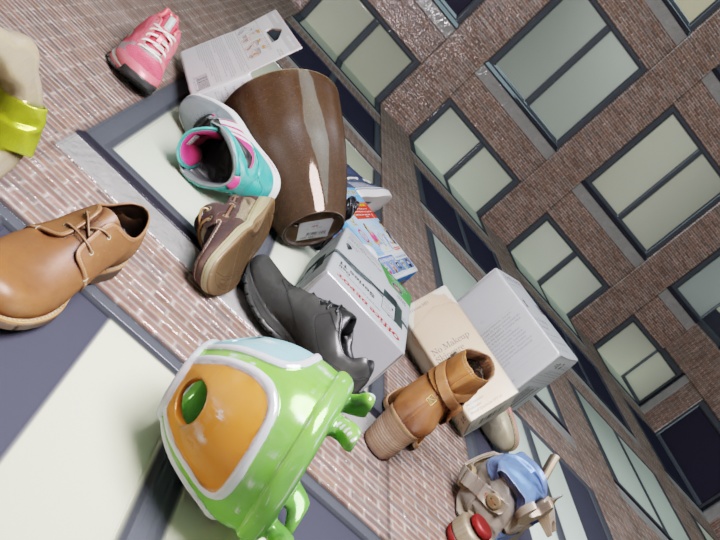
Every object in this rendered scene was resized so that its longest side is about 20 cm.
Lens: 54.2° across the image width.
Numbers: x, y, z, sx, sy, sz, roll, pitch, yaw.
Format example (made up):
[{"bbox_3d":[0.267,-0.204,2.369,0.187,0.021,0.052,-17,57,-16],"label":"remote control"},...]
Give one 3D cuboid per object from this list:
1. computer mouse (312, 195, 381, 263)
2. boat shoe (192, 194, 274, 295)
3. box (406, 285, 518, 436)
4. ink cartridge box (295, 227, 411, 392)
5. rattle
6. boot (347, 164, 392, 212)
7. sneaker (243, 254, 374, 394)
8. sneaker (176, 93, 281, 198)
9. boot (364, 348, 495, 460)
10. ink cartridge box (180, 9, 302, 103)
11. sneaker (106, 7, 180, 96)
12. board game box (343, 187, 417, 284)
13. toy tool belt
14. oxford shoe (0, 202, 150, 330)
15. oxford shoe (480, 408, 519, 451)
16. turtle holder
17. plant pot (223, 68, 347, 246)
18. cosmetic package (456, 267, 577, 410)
[{"bbox_3d":[0.000,0.000,1.050,0.202,0.109,0.044,58,34,0],"label":"computer mouse"},{"bbox_3d":[-0.154,-0.039,0.787,0.071,0.073,0.201,18,30,2],"label":"boat shoe"},{"bbox_3d":[0.142,0.135,1.072,0.201,0.094,0.078,56,-16,24],"label":"box"},{"bbox_3d":[-0.010,0.044,0.925,0.147,0.083,0.200,46,18,-10],"label":"ink cartridge box"},{"bbox_3d":[-0.332,-0.124,0.480,0.143,0.131,0.199,41,41,13],"label":"rattle"},{"bbox_3d":[-0.002,-0.172,1.434,0.091,0.072,0.199,58,18,10],"label":"boot"},{"bbox_3d":[-0.054,0.057,0.769,0.201,0.090,0.076,55,11,18],"label":"sneaker"},{"bbox_3d":[-0.198,-0.166,0.906,0.200,0.084,0.120,46,15,20],"label":"sneaker"},{"bbox_3d":[0.093,0.144,0.851,0.077,0.155,0.199,52,16,15],"label":"boot"},{"bbox_3d":[-0.182,-0.318,1.075,0.201,0.173,0.045,-117,-176,-51],"label":"ink cartridge box"},{"bbox_3d":[-0.289,-0.313,0.967,0.073,0.087,0.201,38,20,-30],"label":"sneaker"},{"bbox_3d":[-0.001,-0.051,1.207,0.197,0.056,0.200,52,16,7],"label":"board game box"},{"bbox_3d":[0.182,0.275,0.859,0.126,0.123,0.199,54,17,16],"label":"toy tool belt"},{"bbox_3d":[-0.222,-0.018,0.531,0.072,0.071,0.200,48,18,-8],"label":"oxford shoe"},{"bbox_3d":[0.178,0.208,1.132,0.073,0.071,0.202,-15,64,-44],"label":"oxford shoe"},{"bbox_3d":[-0.070,0.109,0.535,0.130,0.142,0.186,32,25,4],"label":"turtle holder"},{"bbox_3d":[-0.091,-0.145,1.007,0.186,0.185,0.203,21,46,-58],"label":"plant pot"},{"bbox_3d":[0.274,0.134,1.331,0.202,0.164,0.164,57,17,24],"label":"cosmetic package"}]
